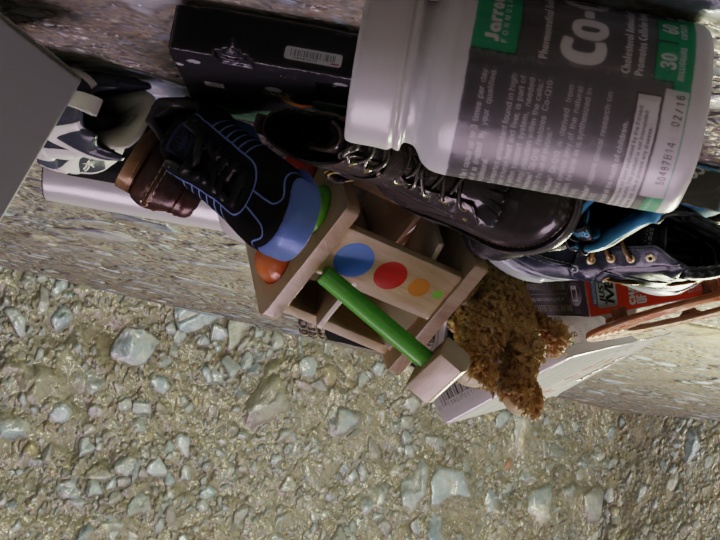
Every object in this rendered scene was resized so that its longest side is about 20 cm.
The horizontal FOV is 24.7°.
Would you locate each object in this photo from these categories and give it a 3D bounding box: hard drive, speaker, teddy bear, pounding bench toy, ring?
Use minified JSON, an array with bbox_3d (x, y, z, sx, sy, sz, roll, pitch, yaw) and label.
[{"bbox_3d":[-0.058,-0.140,1.197,0.139,0.038,0.200,10,172,3],"label":"hard drive"},{"bbox_3d":[-0.206,-0.090,1.617,0.199,0.082,0.081,11,173,3],"label":"speaker"},{"bbox_3d":[0.120,0.036,1.387,0.145,0.200,0.067,37,127,-6],"label":"teddy bear"},{"bbox_3d":[0.000,0.000,1.300,0.156,0.124,0.200,23,-149,-29],"label":"pounding bench toy"},{"bbox_3d":[0.284,0.026,1.380,0.200,0.019,0.200,-13,171,-2],"label":"ring"}]

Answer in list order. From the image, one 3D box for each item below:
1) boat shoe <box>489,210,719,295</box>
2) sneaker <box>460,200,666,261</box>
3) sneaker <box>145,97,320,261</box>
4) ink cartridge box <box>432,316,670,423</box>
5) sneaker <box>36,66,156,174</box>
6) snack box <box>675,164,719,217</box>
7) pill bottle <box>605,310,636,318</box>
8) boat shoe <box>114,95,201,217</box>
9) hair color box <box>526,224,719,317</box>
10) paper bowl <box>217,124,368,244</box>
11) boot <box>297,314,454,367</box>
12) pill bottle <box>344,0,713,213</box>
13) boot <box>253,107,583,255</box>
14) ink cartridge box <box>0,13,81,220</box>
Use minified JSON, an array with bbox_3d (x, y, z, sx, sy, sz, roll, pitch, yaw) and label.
[{"bbox_3d":[0.201,-0.026,1.321,0.199,0.071,0.091,8,166,-20],"label":"boat shoe"},{"bbox_3d":[0.150,-0.048,1.224,0.200,0.082,0.073,-24,117,37],"label":"sneaker"},{"bbox_3d":[-0.097,-0.069,1.180,0.078,0.070,0.200,21,-168,-31],"label":"sneaker"},{"bbox_3d":[0.184,0.086,1.591,0.161,0.050,0.200,-33,166,37],"label":"ink cartridge box"},{"bbox_3d":[-0.218,-0.121,1.400,0.129,0.080,0.199,17,165,21],"label":"sneaker"},{"bbox_3d":[0.183,-0.077,1.340,0.199,0.037,0.116,12,171,-14],"label":"snack box"},{"bbox_3d":[0.170,0.007,1.640,0.199,0.114,0.113,12,173,-9],"label":"pill bottle"},{"bbox_3d":[-0.143,-0.087,1.337,0.070,0.071,0.200,28,-159,-4],"label":"boat shoe"},{"bbox_3d":[0.253,-0.001,1.489,0.199,0.064,0.111,-10,-177,-28],"label":"hair color box"},{"bbox_3d":[-0.050,-0.070,1.470,0.200,0.105,0.201,9,173,1],"label":"paper bowl"},{"bbox_3d":[0.017,0.023,1.531,0.153,0.074,0.204,14,149,8],"label":"boot"},{"bbox_3d":[0.096,-0.104,0.959,0.199,0.114,0.113,10,173,1],"label":"pill bottle"},{"bbox_3d":[0.039,-0.068,1.174,0.199,0.070,0.174,13,177,41],"label":"boot"},{"bbox_3d":[-0.334,-0.118,1.213,0.145,0.146,0.200,37,160,-31],"label":"ink cartridge box"}]
